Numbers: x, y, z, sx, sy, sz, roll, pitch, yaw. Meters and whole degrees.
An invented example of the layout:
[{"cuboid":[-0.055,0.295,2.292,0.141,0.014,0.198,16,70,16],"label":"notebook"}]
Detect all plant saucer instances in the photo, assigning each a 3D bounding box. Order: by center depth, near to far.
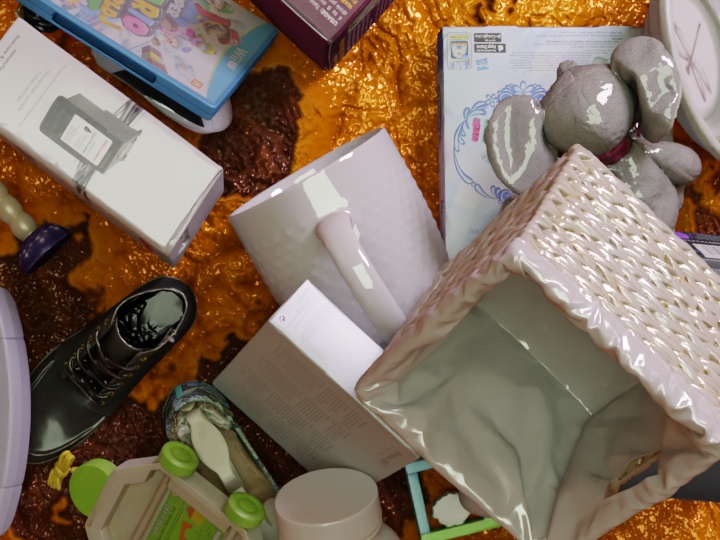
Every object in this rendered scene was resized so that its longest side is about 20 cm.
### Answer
[{"cuboid":[0.280,-0.181,1.297,0.050,0.199,0.202,-10,89,37],"label":"plant saucer"}]

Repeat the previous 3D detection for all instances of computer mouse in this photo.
[{"cuboid":[-0.183,-0.188,1.294,0.199,0.110,0.044,33,126,-8],"label":"computer mouse"}]

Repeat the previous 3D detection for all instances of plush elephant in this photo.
[{"cuboid":[0.178,-0.095,1.205,0.163,0.200,0.156,-16,106,3],"label":"plush elephant"}]

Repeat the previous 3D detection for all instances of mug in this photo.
[{"cuboid":[0.000,0.000,1.243,0.147,0.200,0.176,-29,97,0],"label":"mug"}]

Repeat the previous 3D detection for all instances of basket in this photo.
[{"cuboid":[0.143,0.059,1.095,0.200,0.198,0.161,42,43,-4],"label":"basket"}]

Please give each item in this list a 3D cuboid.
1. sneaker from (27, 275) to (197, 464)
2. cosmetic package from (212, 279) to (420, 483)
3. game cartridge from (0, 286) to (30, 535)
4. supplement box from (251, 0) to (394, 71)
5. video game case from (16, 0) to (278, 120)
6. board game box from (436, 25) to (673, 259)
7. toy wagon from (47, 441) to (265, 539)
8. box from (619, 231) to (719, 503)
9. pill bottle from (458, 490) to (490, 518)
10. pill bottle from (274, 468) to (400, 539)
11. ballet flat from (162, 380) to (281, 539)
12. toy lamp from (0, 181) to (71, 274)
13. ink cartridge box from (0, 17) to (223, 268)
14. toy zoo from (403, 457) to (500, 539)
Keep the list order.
[{"cuboid":[-0.217,0.078,1.272,0.075,0.106,0.200,44,86,-2],"label":"sneaker"},{"cuboid":[-0.027,0.100,1.237,0.151,0.200,0.052,45,65,-1],"label":"cosmetic package"},{"cuboid":[-0.332,0.114,1.279,0.132,0.040,0.202,0,89,22],"label":"game cartridge"},{"cuboid":[0.004,-0.278,1.285,0.103,0.131,0.200,42,86,0],"label":"supplement box"},{"cuboid":[-0.177,-0.212,1.277,0.199,0.143,0.018,32,129,-2],"label":"video game case"},{"cuboid":[0.165,-0.104,1.332,0.198,0.043,0.201,0,88,-4],"label":"board game box"},{"cuboid":[-0.166,0.211,1.277,0.199,0.040,0.156,36,115,13],"label":"toy wagon"},{"cuboid":[0.258,0.076,1.280,0.121,0.106,0.202,5,103,-3],"label":"box"},{"cuboid":[0.139,0.099,1.270,0.111,0.112,0.202,4,88,-3],"label":"pill bottle"},{"cuboid":[-0.014,0.264,1.245,0.110,0.112,0.202,-9,113,-4],"label":"pill bottle"},{"cuboid":[-0.102,0.183,1.297,0.074,0.074,0.201,-35,91,-4],"label":"ballet flat"},{"cuboid":[-0.322,-0.089,1.296,0.058,0.058,0.200,-43,92,-4],"label":"toy lamp"},{"cuboid":[-0.208,-0.097,1.258,0.199,0.145,0.084,36,84,-2],"label":"ink cartridge box"},{"cuboid":[0.100,0.156,1.333,0.130,0.020,0.202,-12,89,-4],"label":"toy zoo"}]
